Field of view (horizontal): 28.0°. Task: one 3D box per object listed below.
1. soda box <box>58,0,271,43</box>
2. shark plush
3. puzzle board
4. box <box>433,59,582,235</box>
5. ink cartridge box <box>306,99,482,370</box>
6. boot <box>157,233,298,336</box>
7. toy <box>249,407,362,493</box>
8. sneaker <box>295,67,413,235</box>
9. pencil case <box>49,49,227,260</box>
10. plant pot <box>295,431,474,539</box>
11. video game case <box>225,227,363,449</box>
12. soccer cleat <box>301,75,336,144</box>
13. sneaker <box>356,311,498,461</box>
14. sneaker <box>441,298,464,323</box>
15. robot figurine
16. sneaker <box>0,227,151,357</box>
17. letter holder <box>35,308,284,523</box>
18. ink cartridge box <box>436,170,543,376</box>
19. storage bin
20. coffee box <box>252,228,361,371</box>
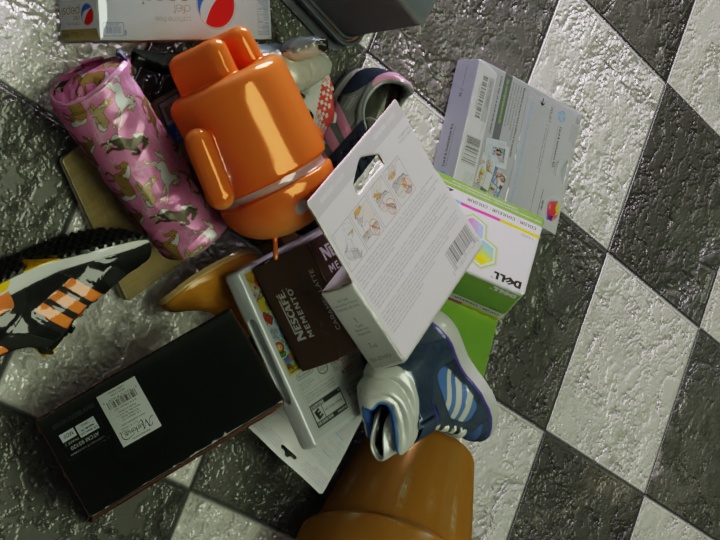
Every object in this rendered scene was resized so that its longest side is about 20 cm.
[{"bbox_3d":[-0.178,-0.243,1.337,0.199,0.068,0.064,-8,100,-43],"label":"soda box"},{"bbox_3d":[-0.120,-0.189,1.391,0.199,0.083,0.091,-11,127,-15],"label":"shark plush"},{"bbox_3d":[-0.184,-0.086,1.386,0.200,0.017,0.151,-38,118,-35],"label":"puzzle board"},{"bbox_3d":[0.174,-0.143,1.701,0.199,0.041,0.157,18,83,-42],"label":"box"},{"bbox_3d":[0.023,-0.036,1.353,0.177,0.045,0.200,57,40,-17],"label":"ink cartridge box"},{"bbox_3d":[-0.096,0.050,1.422,0.201,0.071,0.145,-25,89,-46],"label":"boot"},{"bbox_3d":[-0.044,0.121,1.516,0.115,0.047,0.201,45,57,-21],"label":"toy"},{"bbox_3d":[-0.013,-0.127,1.497,0.070,0.082,0.201,37,70,-40],"label":"sneaker"},{"bbox_3d":[-0.196,-0.101,1.307,0.086,0.083,0.201,-43,121,-19],"label":"pencil case"},{"bbox_3d":[0.041,0.270,1.535,0.200,0.199,0.184,48,48,-36],"label":"plant pot"},{"bbox_3d":[-0.032,0.055,1.433,0.200,0.023,0.183,-30,98,-50],"label":"video game case"},{"bbox_3d":[-0.080,-0.133,1.429,0.085,0.068,0.201,40,61,-50],"label":"soccer cleat"},{"bbox_3d":[0.058,0.145,1.445,0.147,0.080,0.201,-52,137,-27],"label":"sneaker"},{"bbox_3d":[0.084,0.096,1.607,0.079,0.075,0.201,34,73,-1],"label":"sneaker"},{"bbox_3d":[-0.094,-0.115,1.300,0.116,0.144,0.201,-25,101,1],"label":"robot figurine"},{"bbox_3d":[-0.272,0.027,1.281,0.199,0.070,0.091,-22,113,-32],"label":"sneaker"},{"bbox_3d":[-0.187,0.139,1.336,0.199,0.142,0.101,-30,84,-15],"label":"letter holder"},{"bbox_3d":[0.100,0.014,1.551,0.147,0.076,0.201,22,60,-7],"label":"ink cartridge box"},{"bbox_3d":[-0.003,-0.330,1.449,0.200,0.134,0.146,44,65,-38],"label":"storage bin"},{"bbox_3d":[0.000,0.000,1.411,0.200,0.079,0.115,-33,98,-50],"label":"coffee box"}]
